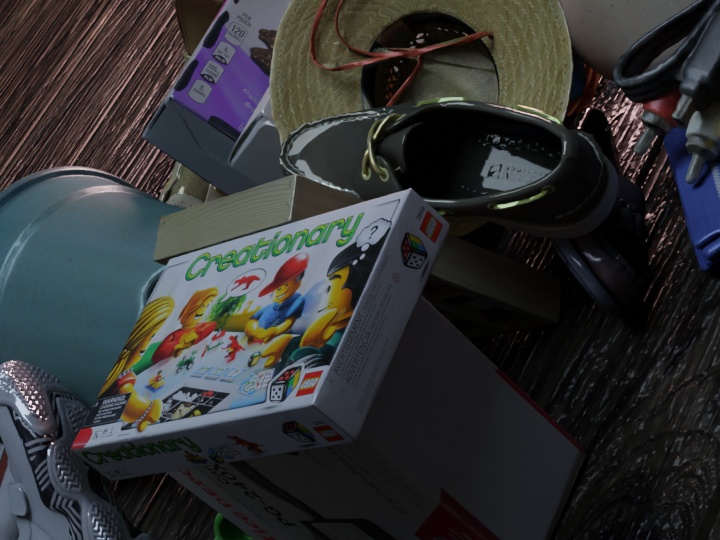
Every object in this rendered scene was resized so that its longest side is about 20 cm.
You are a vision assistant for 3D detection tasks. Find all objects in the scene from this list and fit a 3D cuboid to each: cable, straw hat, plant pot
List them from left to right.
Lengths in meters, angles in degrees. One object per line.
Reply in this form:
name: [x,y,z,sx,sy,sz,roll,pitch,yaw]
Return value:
plant pot: [-0.138,0.039,1.284,0.195,0.200,0.201,9,58,49]
straw hat: [0.049,-0.103,1.161,0.199,0.085,0.203,-6,76,25]
cable: [0.214,-0.142,1.096,0.097,0.050,0.201,20,70,44]

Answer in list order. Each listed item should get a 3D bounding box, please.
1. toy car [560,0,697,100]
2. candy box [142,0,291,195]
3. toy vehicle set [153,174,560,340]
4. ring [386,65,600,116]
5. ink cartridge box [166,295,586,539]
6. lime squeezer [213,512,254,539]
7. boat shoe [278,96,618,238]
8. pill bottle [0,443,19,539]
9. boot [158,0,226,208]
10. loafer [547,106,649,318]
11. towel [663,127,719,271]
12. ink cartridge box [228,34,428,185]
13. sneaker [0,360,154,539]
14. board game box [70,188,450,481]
toy car: [0.183,-0.209,1.232,0.183,0.178,0.200,-19,5,21]
candy box: [-0.027,-0.131,1.353,0.201,0.167,0.072,-62,9,-29]
toy vehicle set: [0.000,0.000,1.109,0.124,0.199,0.027,-14,63,48]
ring: [0.065,-0.163,1.253,0.201,0.199,0.019,-61,5,-29]
ink cartridge box: [-0.006,0.092,1.041,0.199,0.145,0.084,-10,46,50]
lime squeezer: [-0.060,0.136,1.181,0.200,0.038,0.071,-45,26,5]
boat shoe: [0.038,-0.061,1.069,0.200,0.060,0.073,7,72,29]
pill bottle: [-0.273,0.157,1.268,0.112,0.198,0.113,-160,90,-82]
boot: [-0.109,-0.103,1.435,0.072,0.201,0.156,10,55,23]
loafer: [0.131,-0.043,1.122,0.063,0.072,0.200,-36,24,9]
towel: [0.254,-0.090,1.063,0.199,0.024,0.145,-35,26,19]
ink cartridge box: [0.024,-0.118,1.280,0.201,0.146,0.083,-61,8,-29]
sneaker: [-0.193,0.161,1.184,0.115,0.201,0.075,-35,-10,17]
board game box: [-0.053,0.036,0.982,0.199,0.035,0.127,-15,42,47]
